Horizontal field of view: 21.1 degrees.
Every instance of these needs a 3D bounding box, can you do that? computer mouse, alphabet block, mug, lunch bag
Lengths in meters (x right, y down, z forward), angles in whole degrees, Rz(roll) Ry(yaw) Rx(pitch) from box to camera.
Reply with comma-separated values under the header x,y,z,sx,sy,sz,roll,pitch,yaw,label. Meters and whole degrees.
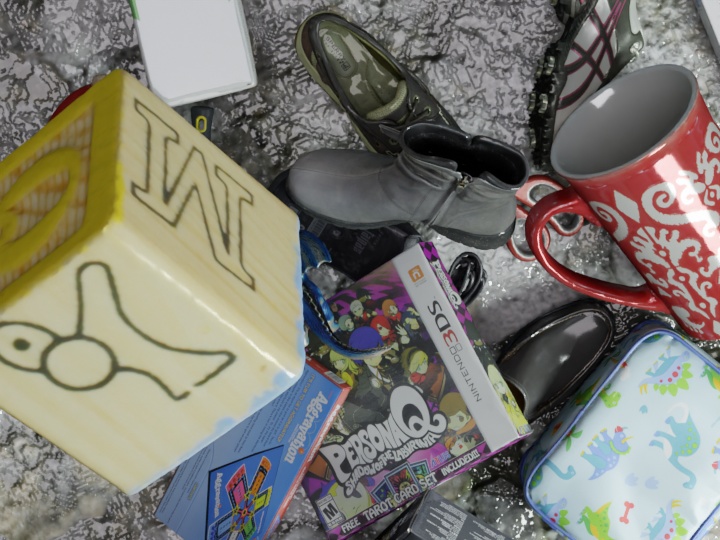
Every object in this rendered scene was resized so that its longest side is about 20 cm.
x,y,z,sx,sy,sz,roll,pitch,yaw,label
0.000,0.000,1.647,0.199,0.046,0.141,28,115,2,computer mouse
-0.176,0.010,1.439,0.195,0.197,0.200,-35,124,22,alphabet block
0.245,-0.045,1.584,0.177,0.134,0.200,-18,124,34,mug
0.244,0.159,1.637,0.160,0.082,0.200,38,95,-2,lunch bag

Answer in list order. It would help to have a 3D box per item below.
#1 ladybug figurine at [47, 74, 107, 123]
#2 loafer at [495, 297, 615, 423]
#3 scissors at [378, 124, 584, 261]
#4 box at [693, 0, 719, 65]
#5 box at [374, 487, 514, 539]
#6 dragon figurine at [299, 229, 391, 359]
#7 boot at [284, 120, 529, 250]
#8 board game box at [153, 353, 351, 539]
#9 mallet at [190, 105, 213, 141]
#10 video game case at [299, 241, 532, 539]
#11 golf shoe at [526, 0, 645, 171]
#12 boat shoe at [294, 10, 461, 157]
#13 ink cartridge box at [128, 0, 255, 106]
x,y,z,sx,sy,sz,roll,pitch,yaw,label
-0.215,-0.061,1.593,0.135,0.072,0.202,-4,92,18,ladybug figurine
0.137,0.100,1.637,0.200,0.072,0.073,-41,94,4,loafer
0.106,-0.083,1.619,0.073,0.014,0.200,-44,113,11,scissors
0.384,-0.171,1.628,0.144,0.036,0.201,-24,96,3,box
0.108,0.271,1.613,0.199,0.161,0.049,31,60,-3,box
-0.057,0.007,1.561,0.059,0.200,0.100,-23,122,-24,dragon figurine
0.035,-0.083,1.536,0.198,0.132,0.070,8,68,5,boot
-0.093,0.154,1.632,0.103,0.019,0.201,35,108,22,board game box
-0.128,-0.036,1.628,0.065,0.041,0.201,10,92,0,mallet
0.017,0.103,1.606,0.199,0.036,0.182,-31,79,23,video game case
0.193,-0.176,1.611,0.087,0.077,0.201,12,96,-8,golf shoe
0.023,-0.137,1.617,0.072,0.066,0.201,-43,96,1,boat shoe
-0.137,-0.209,1.546,0.083,0.200,0.146,-13,96,-1,ink cartridge box
